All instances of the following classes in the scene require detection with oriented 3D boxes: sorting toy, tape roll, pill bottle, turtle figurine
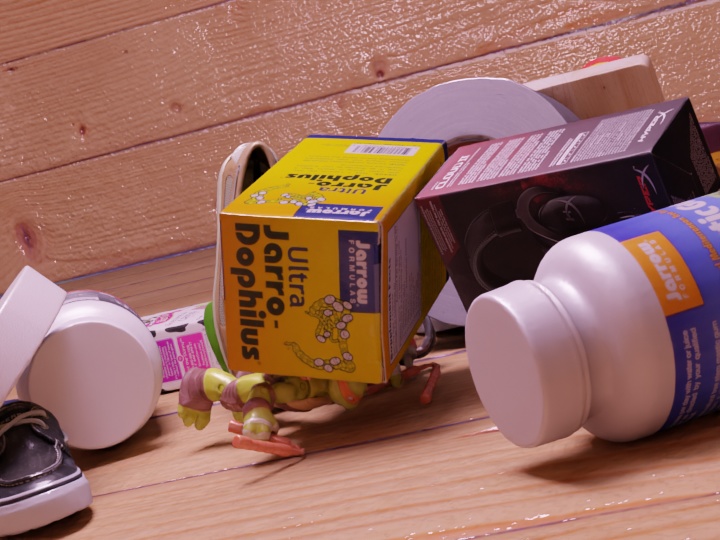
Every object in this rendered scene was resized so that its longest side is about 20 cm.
[{"bbox_3d":[0.190,-0.087,1.325,0.197,0.201,0.070,-11,30,26],"label":"sorting toy"},{"bbox_3d":[0.101,-0.054,1.234,0.198,0.203,0.066,-11,-7,24],"label":"tape roll"},{"bbox_3d":[0.161,0.025,0.806,0.198,0.113,0.112,-16,6,-22],"label":"pill bottle"},{"bbox_3d":[-0.272,0.089,1.041,0.203,0.037,0.203,-52,12,15],"label":"tape roll"},{"bbox_3d":[-0.216,0.079,1.199,0.114,0.117,0.200,-15,6,-11],"label":"pill bottle"},{"bbox_3d":[-0.053,0.081,1.034,0.160,0.065,0.199,-9,8,43],"label":"turtle figurine"}]

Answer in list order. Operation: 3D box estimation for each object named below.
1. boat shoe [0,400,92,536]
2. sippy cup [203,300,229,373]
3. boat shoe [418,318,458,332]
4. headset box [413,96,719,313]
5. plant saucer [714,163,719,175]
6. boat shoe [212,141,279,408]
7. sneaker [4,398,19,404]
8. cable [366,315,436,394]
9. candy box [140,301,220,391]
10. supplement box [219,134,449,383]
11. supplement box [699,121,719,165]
[{"bbox_3d":[-0.227,0.125,0.999,0.071,0.072,0.200,-16,7,-20],"label":"boat shoe"},{"bbox_3d":[-0.044,0.022,1.249,0.138,0.132,0.178,-12,5,13],"label":"sippy cup"},{"bbox_3d":[0.068,0.013,1.360,0.070,0.071,0.200,-16,6,-20],"label":"boat shoe"},{"bbox_3d":[0.140,-0.014,0.985,0.198,0.150,0.077,-9,26,38],"label":"headset box"},{"bbox_3d":[0.184,-0.012,1.097,0.197,0.036,0.201,-6,-32,-4],"label":"plant saucer"},{"bbox_3d":[-0.077,0.002,1.142,0.071,0.203,0.076,-8,-7,-14],"label":"boat shoe"},{"bbox_3d":[-0.371,0.128,1.283,0.197,0.083,0.074,-11,5,11],"label":"sneaker"},{"bbox_3d":[0.000,0.000,1.162,0.096,0.202,0.050,-11,-18,-5],"label":"cable"},{"bbox_3d":[-0.144,0.066,1.427,0.198,0.062,0.136,-13,6,16],"label":"candy box"},{"bbox_3d":[-0.011,-0.015,1.029,0.108,0.110,0.200,3,20,15],"label":"supplement box"},{"bbox_3d":[0.264,-0.069,1.470,0.198,0.112,0.086,-15,6,-9],"label":"supplement box"}]
